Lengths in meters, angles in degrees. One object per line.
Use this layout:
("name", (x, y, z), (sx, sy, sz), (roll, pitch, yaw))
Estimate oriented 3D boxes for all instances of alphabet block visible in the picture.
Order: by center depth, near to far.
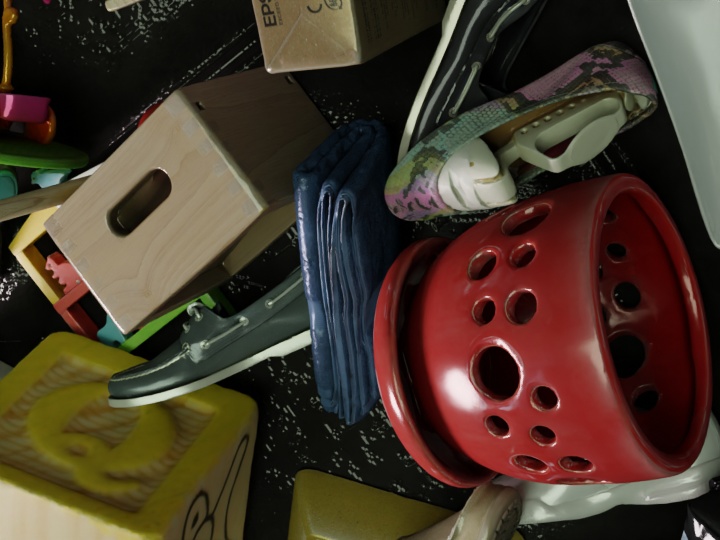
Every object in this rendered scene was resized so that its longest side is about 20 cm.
("alphabet block", (-0.209, 0.199, 1.167), (0.195, 0.195, 0.201), (17, 121, 12))

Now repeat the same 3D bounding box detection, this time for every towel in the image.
("towel", (0.000, 0.000, 1.058), (0.048, 0.112, 0.201), (7, 123, 22))

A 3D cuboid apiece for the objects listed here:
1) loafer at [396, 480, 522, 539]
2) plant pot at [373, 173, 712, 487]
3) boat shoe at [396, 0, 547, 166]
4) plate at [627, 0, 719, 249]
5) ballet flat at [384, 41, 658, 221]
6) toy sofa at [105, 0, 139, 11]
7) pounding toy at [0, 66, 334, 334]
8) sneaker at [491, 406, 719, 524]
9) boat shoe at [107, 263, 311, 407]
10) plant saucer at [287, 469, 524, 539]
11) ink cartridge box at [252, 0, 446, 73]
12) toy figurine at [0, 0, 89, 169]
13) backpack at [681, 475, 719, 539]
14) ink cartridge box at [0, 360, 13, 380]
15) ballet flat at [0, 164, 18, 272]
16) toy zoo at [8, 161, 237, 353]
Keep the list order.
("loafer", (0.053, 0.220, 1.091), (0.068, 0.076, 0.201), (37, 127, 12))
("plant pot", (0.122, 0.048, 1.004), (0.182, 0.200, 0.202), (-12, 104, 34))
("boat shoe", (0.078, -0.122, 1.024), (0.062, 0.073, 0.201), (23, 111, 14))
("plate", (0.296, -0.129, 0.952), (0.199, 0.032, 0.201), (-16, 108, 25))
("ballet flat", (0.109, -0.083, 0.989), (0.199, 0.071, 0.069), (-29, 131, 3))
("toy sofa", (-0.156, -0.294, 1.045), (0.097, 0.083, 0.201), (-13, 103, 25))
("pounding toy", (-0.145, -0.056, 1.066), (0.200, 0.184, 0.142), (-39, 86, 28))
("sneaker", (0.170, 0.135, 1.091), (0.199, 0.075, 0.089), (-16, 86, 24))
("boat shoe", (-0.106, 0.047, 1.128), (0.199, 0.073, 0.062), (-21, 99, -1))
("plant saucer", (0.021, 0.282, 1.204), (0.199, 0.048, 0.201), (14, 113, 15))
("ink cartridge box", (-0.017, -0.245, 0.963), (0.075, 0.165, 0.201), (-4, 107, 24))
("toy figurine", (-0.286, -0.188, 1.130), (0.199, 0.150, 0.185), (18, 102, 41))
("backpack", (0.286, 0.252, 1.036), (0.154, 0.162, 0.201), (56, 140, 39))
("ink cartridge box", (-0.368, 0.167, 1.226), (0.083, 0.200, 0.146), (27, 116, 6))
("ballet flat", (-0.319, -0.043, 1.177), (0.069, 0.068, 0.200), (55, 146, 18))
("toy zoo", (-0.202, -0.002, 1.202), (0.131, 0.020, 0.200), (-36, 93, 28))
